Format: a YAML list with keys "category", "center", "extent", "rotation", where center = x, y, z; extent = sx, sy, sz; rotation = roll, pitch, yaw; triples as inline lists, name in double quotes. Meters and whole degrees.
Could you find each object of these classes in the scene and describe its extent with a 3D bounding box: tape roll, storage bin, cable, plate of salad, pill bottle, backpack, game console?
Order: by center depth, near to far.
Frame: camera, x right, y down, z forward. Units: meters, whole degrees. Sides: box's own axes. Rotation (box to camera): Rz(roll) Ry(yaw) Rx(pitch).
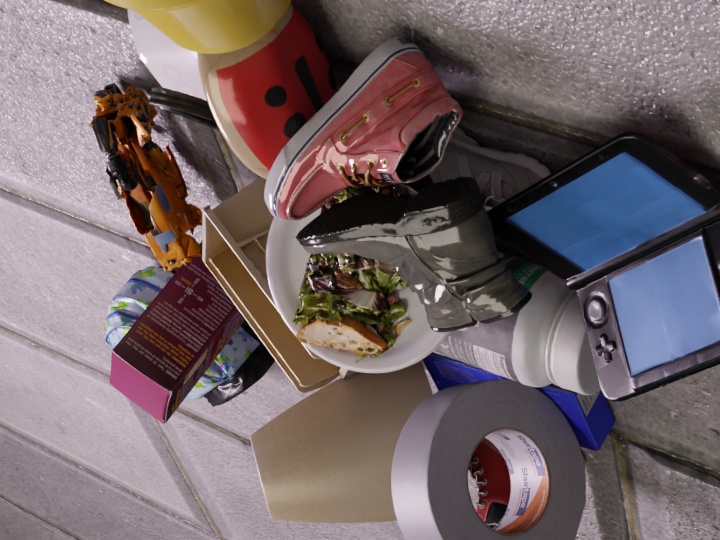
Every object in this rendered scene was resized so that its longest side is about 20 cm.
- category: "game console"
  center: [0.213, 0.004, 1.238]
  extent: [0.200, 0.118, 0.174]
  rotation: [-30, 66, 51]
- category: "plate of salad"
  center: [0.000, 0.000, 1.410]
  extent: [0.198, 0.048, 0.202]
  rotation: [5, 104, 20]
- category: "cable"
  center: [-0.120, -0.150, 1.434]
  extent: [0.199, 0.051, 0.097]
  rotation: [21, -177, -40]
- category: "pill bottle"
  center: [0.141, 0.042, 1.434]
  extent: [0.199, 0.113, 0.114]
  rotation: [17, 147, 33]
- category: "tape roll"
  center: [0.129, 0.211, 1.520]
  extent: [0.200, 0.201, 0.066]
  rotation: [46, 151, -16]
- category: "storage bin"
  center: [-0.069, 0.017, 1.573]
  extent: [0.199, 0.093, 0.200]
  rotation: [53, 166, 8]
- category: "backpack"
  center: [-0.226, 0.083, 1.936]
  extent: [0.201, 0.153, 0.163]
  rotation: [54, 158, -4]

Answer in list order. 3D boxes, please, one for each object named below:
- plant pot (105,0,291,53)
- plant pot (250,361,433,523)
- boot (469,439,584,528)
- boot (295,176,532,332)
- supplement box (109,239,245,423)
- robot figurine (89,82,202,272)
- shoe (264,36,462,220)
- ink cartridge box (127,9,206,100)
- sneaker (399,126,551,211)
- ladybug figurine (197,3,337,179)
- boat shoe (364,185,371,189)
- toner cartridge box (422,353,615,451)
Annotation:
- category: "plant pot"
  center: [-0.136, -0.272, 1.208]
  extent: [0.199, 0.202, 0.189]
  rotation: [25, 165, 22]
- category: "plant pot"
  center: [-0.014, 0.199, 1.662]
  extent: [0.187, 0.198, 0.189]
  rotation: [165, 90, -85]
- category: "boot"
  center: [0.130, 0.227, 1.703]
  extent: [0.199, 0.145, 0.073]
  rotation: [23, 153, 30]
- category: "boot"
  center: [0.042, 0.000, 1.323]
  extent: [0.198, 0.068, 0.132]
  rotation: [-7, 118, 38]
- category: "supplement box"
  center: [-0.199, 0.063, 1.779]
  extent: [0.085, 0.201, 0.111]
  rotation: [34, 154, 5]
- category: "robot figurine"
  center: [-0.230, -0.109, 1.649]
  extent: [0.058, 0.145, 0.201]
  rotation: [-18, 118, 9]
- category: "shoe"
  center: [0.001, -0.097, 1.307]
  extent: [0.071, 0.200, 0.091]
  rotation: [11, -143, -53]
- category: "ink cartridge box"
  center: [-0.171, -0.241, 1.441]
  extent: [0.162, 0.057, 0.200]
  rotation: [0, 140, 50]
- category: "sneaker"
  center: [0.101, -0.065, 1.347]
  extent: [0.199, 0.082, 0.075]
  rotation: [27, 152, 19]
- category: "ladybug figurine"
  center: [-0.072, -0.164, 1.349]
  extent: [0.071, 0.136, 0.201]
  rotation: [3, 137, 35]
- category: "boat shoe"
  center: [0.001, -0.059, 1.493]
  extent: [0.065, 0.072, 0.201]
  rotation: [29, 151, 23]
- category: "toner cartridge box"
  center: [0.164, 0.123, 1.609]
  extent: [0.199, 0.043, 0.095]
  rotation: [13, 143, 39]
